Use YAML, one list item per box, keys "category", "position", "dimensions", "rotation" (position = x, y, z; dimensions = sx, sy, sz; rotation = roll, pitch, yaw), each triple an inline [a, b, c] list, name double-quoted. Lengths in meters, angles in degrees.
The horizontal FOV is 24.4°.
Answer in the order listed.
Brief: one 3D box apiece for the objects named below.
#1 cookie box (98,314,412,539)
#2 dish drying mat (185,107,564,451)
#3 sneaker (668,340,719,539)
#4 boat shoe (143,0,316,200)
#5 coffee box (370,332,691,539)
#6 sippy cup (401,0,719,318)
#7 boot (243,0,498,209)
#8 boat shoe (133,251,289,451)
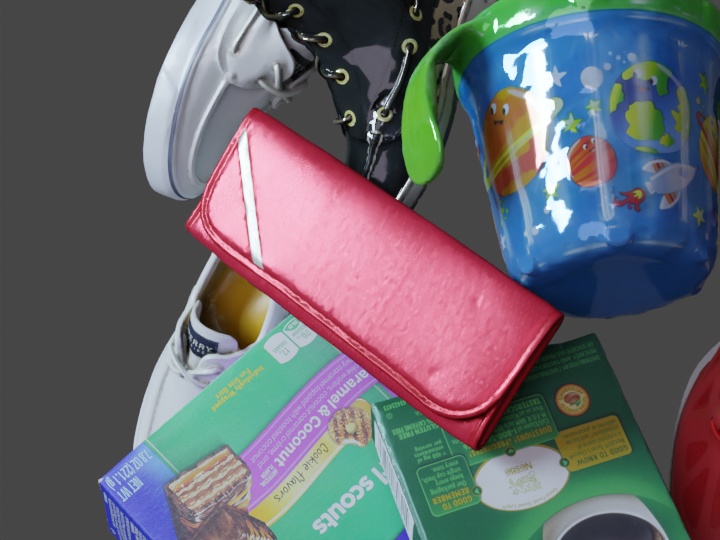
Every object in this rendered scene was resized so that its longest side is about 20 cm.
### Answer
- category: "cookie box"
  position: [-0.003, 0.132, 0.839]
  dimensions: [0.171, 0.075, 0.200]
  rotation: [-41, 71, -20]
- category: "dish drying mat"
  position: [0.000, 0.000, 0.802]
  dimensions: [0.200, 0.018, 0.077]
  rotation: [36, 97, 28]
- category: "sneaker"
  position: [0.188, 0.048, 0.786]
  dimensions: [0.078, 0.115, 0.201]
  rotation: [18, 93, 22]
- category: "boat shoe"
  position: [-0.052, -0.126, 0.924]
  dimensions: [0.066, 0.072, 0.201]
  rotation: [26, 87, 26]
- category: "coffee box"
  position: [0.091, 0.138, 0.771]
  dimensions: [0.122, 0.044, 0.201]
  rotation: [-17, 63, -11]
- category: "sippy cup"
  position: [0.115, -0.051, 0.798]
  dimensions: [0.177, 0.140, 0.131]
  rotation: [-8, 67, 10]
- category: "boot"
  position: [-0.022, -0.115, 0.867]
  dimensions: [0.153, 0.073, 0.205]
  rotation: [24, 88, -18]
- category: "boat shoe"
  position: [-0.077, 0.039, 0.915]
  dimensions: [0.071, 0.070, 0.201]
  rotation: [33, 98, 21]
